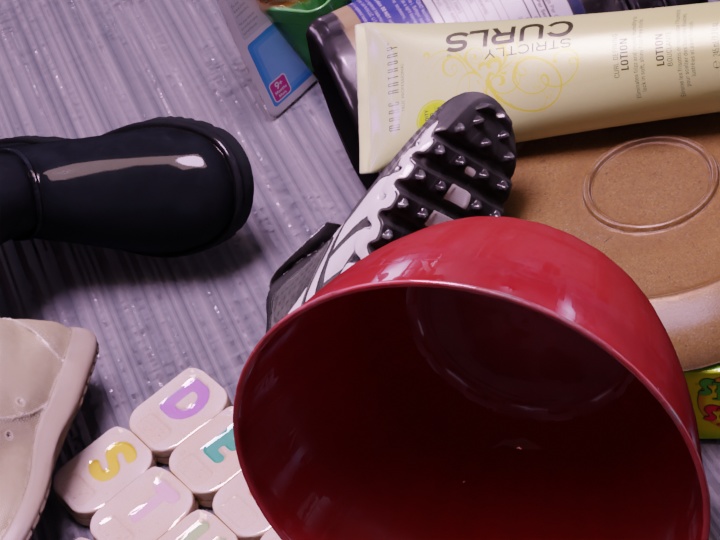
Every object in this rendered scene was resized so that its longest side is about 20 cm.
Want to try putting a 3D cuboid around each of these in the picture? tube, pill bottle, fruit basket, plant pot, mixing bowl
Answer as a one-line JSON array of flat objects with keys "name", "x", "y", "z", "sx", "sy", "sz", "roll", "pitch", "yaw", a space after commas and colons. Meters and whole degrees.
[{"name": "tube", "x": 0.092, "y": -0.093, "z": 0.905, "sx": 0.198, "sy": 0.052, "sz": 0.058, "roll": -4, "pitch": 38, "yaw": 18}, {"name": "pill bottle", "x": 0.080, "y": -0.120, "z": 0.999, "sx": 0.199, "sy": 0.112, "sz": 0.112, "roll": -24, "pitch": 43, "yaw": -5}, {"name": "fruit basket", "x": -0.029, "y": -0.221, "z": 1.078, "sx": 0.093, "sy": 0.201, "sz": 0.186, "roll": 16, "pitch": 53, "yaw": 34}, {"name": "plant pot", "x": 0.138, "y": -0.034, "z": 0.882, "sx": 0.198, "sy": 0.028, "sz": 0.201, "roll": -11, "pitch": 44, "yaw": 11}, {"name": "mixing bowl", "x": 0.056, "y": 0.052, "z": 0.781, "sx": 0.198, "sy": 0.201, "sz": 0.109, "roll": 1, "pitch": 38, "yaw": 21}]

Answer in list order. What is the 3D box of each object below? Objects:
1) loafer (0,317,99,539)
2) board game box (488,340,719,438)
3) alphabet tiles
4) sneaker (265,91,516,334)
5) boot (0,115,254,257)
[{"name": "loafer", "x": -0.183, "y": 0.097, "z": 0.898, "sx": 0.068, "sy": 0.076, "sz": 0.201, "roll": 21, "pitch": 37, "yaw": -7}, {"name": "board game box", "x": 0.167, "y": 0.025, "z": 0.866, "sx": 0.198, "sy": 0.048, "sz": 0.102, "roll": -2, "pitch": 46, "yaw": 20}, {"name": "alphabet tiles", "x": -0.062, "y": 0.123, "z": 0.881, "sx": 0.195, "sy": 0.015, "sz": 0.200, "roll": -37, "pitch": 45, "yaw": -17}, {"name": "sneaker", "x": 0.000, "y": 0.000, "z": 0.883, "sx": 0.090, "sy": 0.066, "sz": 0.201, "roll": 30, "pitch": 93, "yaw": 53}, {"name": "boot", "x": -0.178, "y": -0.027, "z": 0.983, "sx": 0.199, "sy": 0.077, "sz": 0.168, "roll": 3, "pitch": 18, "yaw": 31}]
